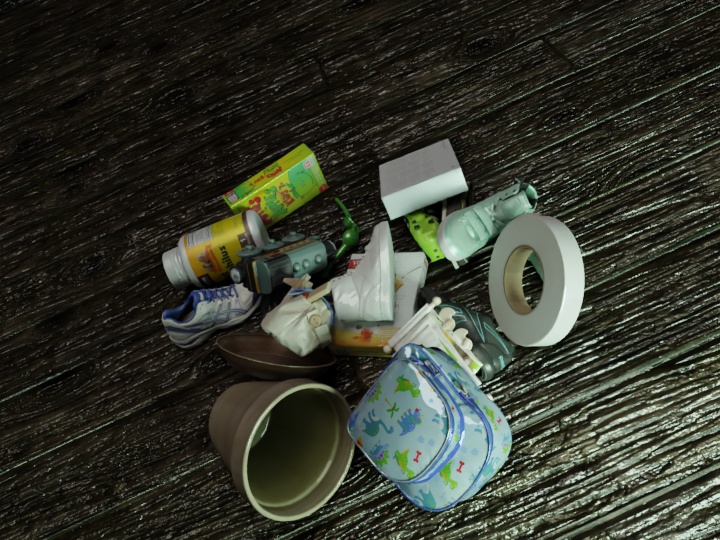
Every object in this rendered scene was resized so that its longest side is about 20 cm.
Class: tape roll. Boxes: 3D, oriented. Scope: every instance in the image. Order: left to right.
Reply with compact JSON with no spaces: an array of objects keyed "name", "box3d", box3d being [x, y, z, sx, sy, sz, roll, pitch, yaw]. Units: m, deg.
[{"name":"tape roll","box3d":[0.264,0.014,1.068,0.037,0.203,0.203,1,44,-21]}]

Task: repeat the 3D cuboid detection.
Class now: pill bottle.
[{"name":"pill bottle","box3d":[-0.280,-0.035,1.366,0.199,0.109,0.110,-22,48,3]}]

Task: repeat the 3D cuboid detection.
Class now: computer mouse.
[{"name":"computer mouse","box3d":[-0.166,0.095,1.268,0.058,0.034,0.201,-4,52,16]}]

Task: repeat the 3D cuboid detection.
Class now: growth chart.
[{"name":"growth chart","box3d":[0.117,0.151,1.069,0.144,0.018,0.201,-38,58,16]}]

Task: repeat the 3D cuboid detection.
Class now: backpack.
[{"name":"backpack","box3d":[0.092,0.223,0.966,0.200,0.147,0.183,44,105,25]}]

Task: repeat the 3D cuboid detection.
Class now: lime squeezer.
[{"name":"lime squeezer","box3d":[-0.030,-0.074,1.361,0.070,0.038,0.201,-30,40,39]}]

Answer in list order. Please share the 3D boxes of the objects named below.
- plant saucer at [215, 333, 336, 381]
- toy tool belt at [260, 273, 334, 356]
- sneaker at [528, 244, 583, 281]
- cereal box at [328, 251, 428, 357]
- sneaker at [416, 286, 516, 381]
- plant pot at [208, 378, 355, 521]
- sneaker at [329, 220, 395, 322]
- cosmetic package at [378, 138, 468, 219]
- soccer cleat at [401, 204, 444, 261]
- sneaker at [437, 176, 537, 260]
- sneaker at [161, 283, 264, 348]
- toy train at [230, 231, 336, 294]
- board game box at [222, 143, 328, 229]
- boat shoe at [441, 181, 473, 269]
[{"name":"plant saucer","box3d":[-0.140,0.145,1.144,0.199,0.200,0.037,14,97,29]},{"name":"toy tool belt","box3d":[-0.088,0.065,1.163,0.125,0.200,0.123,36,90,-6]},{"name":"sneaker","box3d":[0.308,-0.049,1.147,0.073,0.118,0.201,-21,48,3]},{"name":"cereal box","box3d":[0.032,0.056,1.219,0.143,0.040,0.201,-1,53,21]},{"name":"sneaker","box3d":[0.166,0.093,1.129,0.079,0.076,0.200,-27,54,-20]},{"name":"plant pot","box3d":[-0.137,0.246,1.046,0.173,0.200,0.200,11,56,47]},{"name":"sneaker","box3d":[0.000,0.000,1.203,0.115,0.074,0.201,-7,51,13]},{"name":"cosmetic package","box3d":[0.114,-0.176,1.315,0.150,0.052,0.200,-22,23,11]},{"name":"soccer cleat","box3d":[0.116,-0.083,1.288,0.067,0.081,0.200,-20,27,7]},{"name":"sneaker","box3d":[0.214,-0.091,1.156,0.200,0.074,0.118,-35,3,-40]},{"name":"sneaker","box3d":[-0.272,0.066,1.296,0.199,0.088,0.075,-34,47,-10]},{"name":"toy train","box3d":[-0.135,-0.014,1.262,0.114,0.086,0.199,10,23,44]},{"name":"board game box","box3d":[-0.172,-0.161,1.433,0.200,0.102,0.048,-35,50,-9]},{"name":"boat shoe","box3d":[0.182,-0.090,1.260,0.060,0.072,0.202,-13,46,16]}]
